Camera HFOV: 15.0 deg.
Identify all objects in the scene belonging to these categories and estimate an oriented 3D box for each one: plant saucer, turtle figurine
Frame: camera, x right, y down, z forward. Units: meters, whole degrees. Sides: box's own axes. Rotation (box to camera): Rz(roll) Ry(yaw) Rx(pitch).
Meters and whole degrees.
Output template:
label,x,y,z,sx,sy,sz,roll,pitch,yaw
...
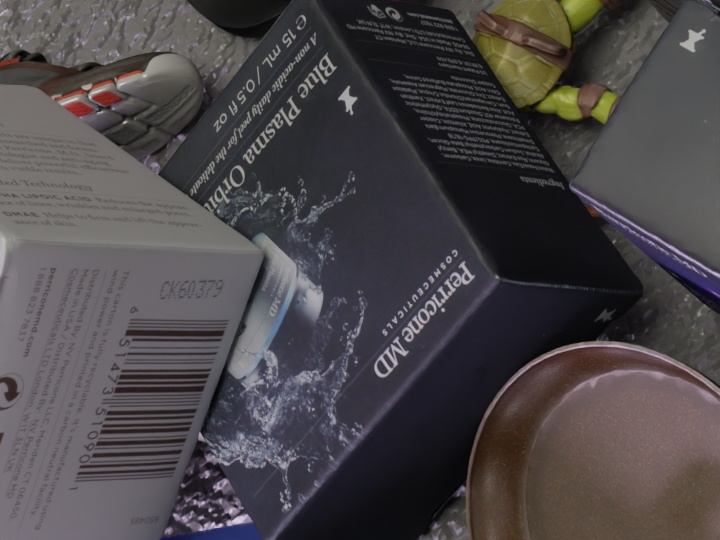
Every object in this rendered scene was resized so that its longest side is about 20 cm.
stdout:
label,x,y,z,sx,sy,sz,roll,pitch,yaw
plant saucer,0.136,0.127,1.281,0.199,0.032,0.202,16,114,39
turtle figurine,0.082,-0.125,1.417,0.199,0.064,0.162,24,86,32

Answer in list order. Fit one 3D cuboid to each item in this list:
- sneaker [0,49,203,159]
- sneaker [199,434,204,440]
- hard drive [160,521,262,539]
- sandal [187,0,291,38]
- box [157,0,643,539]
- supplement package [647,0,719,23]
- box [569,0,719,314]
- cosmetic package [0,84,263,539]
label,x,y,z,sx,sy,sz,roll,pitch,yaw
sneaker,-0.181,-0.098,1.546,0.199,0.077,0.082,-18,60,21
sneaker,-0.128,0.012,1.473,0.200,0.077,0.082,40,88,31
hard drive,-0.063,0.216,1.335,0.131,0.025,0.201,-8,52,-18
sandal,-0.094,-0.202,1.549,0.076,0.043,0.200,-47,59,7
box,0.000,0.000,1.359,0.197,0.117,0.201,-50,57,27
supplement package,0.195,-0.165,1.291,0.120,0.200,0.122,36,92,32
box,0.207,-0.020,1.236,0.148,0.200,0.105,33,90,32
cosmetic package,-0.187,0.017,1.339,0.200,0.164,0.166,33,111,39
